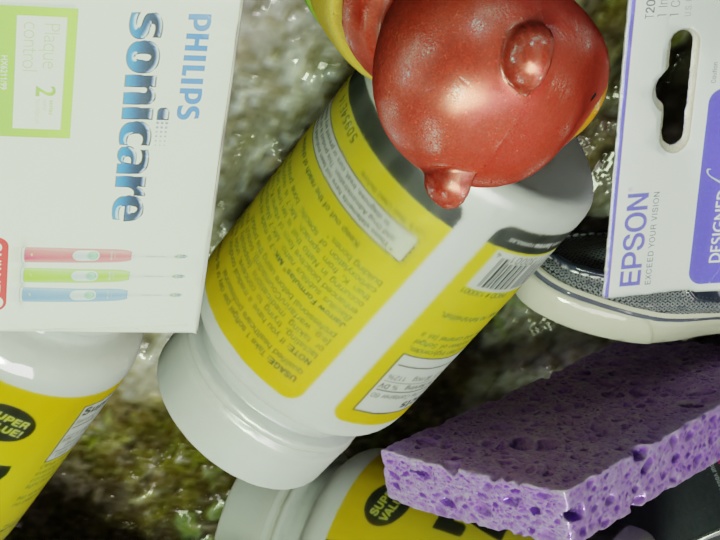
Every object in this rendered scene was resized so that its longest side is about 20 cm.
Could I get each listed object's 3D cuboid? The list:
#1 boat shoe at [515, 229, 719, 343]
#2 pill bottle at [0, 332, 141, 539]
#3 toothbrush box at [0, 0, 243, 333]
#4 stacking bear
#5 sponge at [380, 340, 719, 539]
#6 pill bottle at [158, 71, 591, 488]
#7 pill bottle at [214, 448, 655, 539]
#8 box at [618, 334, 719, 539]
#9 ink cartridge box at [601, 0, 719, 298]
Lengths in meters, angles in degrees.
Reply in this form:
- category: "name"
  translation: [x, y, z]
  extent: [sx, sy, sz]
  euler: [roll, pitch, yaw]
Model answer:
- category: "boat shoe"
  translation: [0.175, -0.019, 0.848]
  extent: [0.199, 0.075, 0.093]
  euler: [2, 122, -22]
- category: "pill bottle"
  translation: [-0.168, 0.037, 0.767]
  extent: [0.114, 0.115, 0.200]
  euler: [20, 125, -29]
- category: "toothbrush box"
  translation: [-0.098, -0.098, 0.608]
  extent: [0.086, 0.200, 0.146]
  euler: [0, 133, -14]
- category: "stacking bear"
  translation: [0.032, -0.109, 0.628]
  extent: [0.113, 0.200, 0.122]
  euler: [19, 126, -28]
- category: "sponge"
  translation: [0.119, 0.074, 0.831]
  extent: [0.200, 0.111, 0.030]
  euler: [-21, 109, -41]
- category: "pill bottle"
  translation: [0.000, 0.000, 0.774]
  extent: [0.114, 0.115, 0.200]
  euler: [22, 124, -30]
- category: "pill bottle"
  translation: [0.035, 0.154, 0.847]
  extent: [0.199, 0.114, 0.115]
  euler: [15, 139, 23]
- category: "box"
  translation: [0.203, 0.114, 0.934]
  extent: [0.199, 0.123, 0.106]
  euler: [-26, 133, 12]
- category: "ink cartridge box"
  translation: [0.202, -0.088, 0.763]
  extent: [0.199, 0.043, 0.199]
  euler: [-3, 115, -12]
